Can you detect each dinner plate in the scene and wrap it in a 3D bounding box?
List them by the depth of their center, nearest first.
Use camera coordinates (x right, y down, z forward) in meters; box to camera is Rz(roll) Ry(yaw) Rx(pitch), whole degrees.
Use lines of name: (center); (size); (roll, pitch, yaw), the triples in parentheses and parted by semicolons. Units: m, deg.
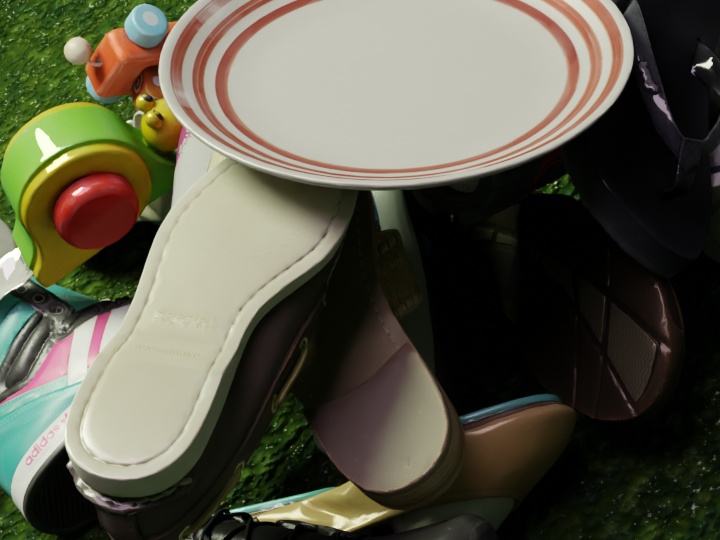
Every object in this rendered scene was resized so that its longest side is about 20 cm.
dinner plate: (0.015, -0.086, 0.934); (0.200, 0.024, 0.200); (-3, 38, 2)

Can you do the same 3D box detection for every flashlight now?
flashlight: (0.106, -0.085, 1.019); (0.200, 0.068, 0.068); (-28, 31, -36)

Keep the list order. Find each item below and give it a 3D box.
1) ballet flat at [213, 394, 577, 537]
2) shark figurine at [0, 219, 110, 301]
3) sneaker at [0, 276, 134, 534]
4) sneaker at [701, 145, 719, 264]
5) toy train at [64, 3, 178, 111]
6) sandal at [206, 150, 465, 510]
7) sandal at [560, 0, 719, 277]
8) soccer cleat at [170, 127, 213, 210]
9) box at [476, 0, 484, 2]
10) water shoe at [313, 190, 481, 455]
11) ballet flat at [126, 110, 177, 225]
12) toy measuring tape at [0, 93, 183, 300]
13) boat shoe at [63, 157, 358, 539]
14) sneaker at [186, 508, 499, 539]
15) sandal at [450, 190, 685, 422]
ballet flat: (0.008, 0.115, 0.956); (0.200, 0.069, 0.063); (-22, 68, 18)
shark figurine: (-0.221, -0.008, 1.214); (0.128, 0.090, 0.215); (-29, 40, 3)
sneaker: (-0.118, 0.029, 1.110); (0.200, 0.084, 0.121); (-43, 49, -9)
sneaker: (0.235, -0.052, 0.952); (0.200, 0.076, 0.081); (-1, 43, 34)
toy train: (-0.062, -0.143, 1.198); (0.200, 0.150, 0.056); (-44, 64, 44)
sandal: (-0.006, 0.022, 0.947); (0.078, 0.070, 0.212); (-30, 54, 7)
sandal: (0.131, -0.087, 0.958); (0.043, 0.076, 0.200); (-36, 34, 44)
soccer cleat: (-0.056, -0.013, 1.011); (0.070, 0.086, 0.200); (14, 71, -9)
box: (0.064, -0.199, 1.093); (0.159, 0.046, 0.200); (-21, 53, -28)
water shoe: (0.000, 0.000, 1.030); (0.079, 0.072, 0.200); (-20, 56, 18)
ballet flat: (-0.112, -0.052, 1.159); (0.200, 0.069, 0.069); (-6, 44, 54)
toy measuring tape: (-0.168, -0.024, 1.066); (0.200, 0.074, 0.074); (-36, 38, 5)
boat shoe: (-0.053, 0.025, 0.879); (0.072, 0.060, 0.200); (12, 48, 19)
sneaker: (-0.037, 0.133, 0.897); (0.200, 0.091, 0.076); (-26, -7, 23)
sandal: (0.098, 0.009, 0.997); (0.200, 0.055, 0.082); (33, 110, 63)
